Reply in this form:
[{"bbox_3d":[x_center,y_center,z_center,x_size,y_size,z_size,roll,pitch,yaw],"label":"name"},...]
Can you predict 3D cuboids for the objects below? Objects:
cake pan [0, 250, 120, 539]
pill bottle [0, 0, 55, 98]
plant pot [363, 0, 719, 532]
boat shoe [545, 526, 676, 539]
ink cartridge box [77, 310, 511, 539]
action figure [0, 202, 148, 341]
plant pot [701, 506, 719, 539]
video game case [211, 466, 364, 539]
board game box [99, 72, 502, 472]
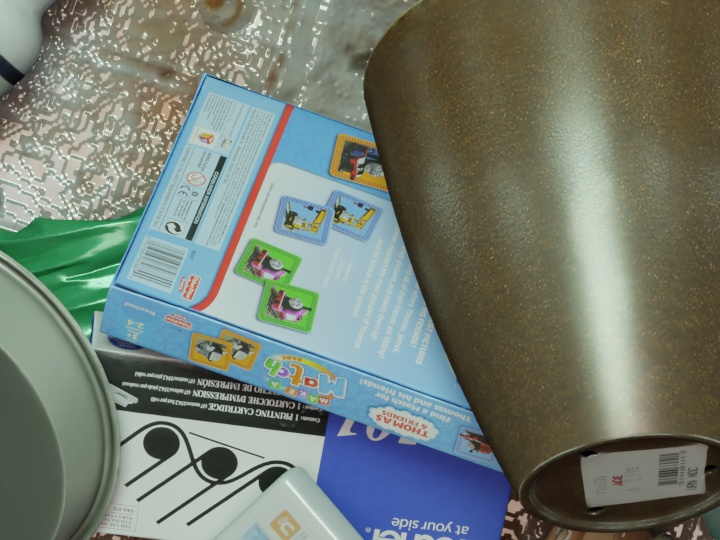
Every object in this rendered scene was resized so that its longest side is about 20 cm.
[{"bbox_3d":[-0.206,0.069,1.243,0.200,0.037,0.201,8,120,13],"label":"cake pan"},{"bbox_3d":[-0.217,-0.107,1.275,0.200,0.116,0.116,-42,90,0],"label":"pill bottle"},{"bbox_3d":[0.102,-0.001,1.165,0.186,0.187,0.201,-6,60,1],"label":"plant pot"},{"bbox_3d":[0.067,0.189,1.295,0.072,0.076,0.200,37,93,8],"label":"boat shoe"},{"bbox_3d":[-0.029,0.080,1.281,0.199,0.044,0.094,7,115,-7],"label":"ink cartridge box"},{"bbox_3d":[-0.132,0.015,1.305,0.199,0.055,0.118,-18,89,-1],"label":"action figure"},{"bbox_3d":[0.221,0.064,1.246,0.134,0.200,0.201,-19,90,28],"label":"plant pot"},{"bbox_3d":[-0.036,0.217,1.275,0.182,0.023,0.200,49,116,5],"label":"video game case"},{"bbox_3d":[0.000,0.000,1.264,0.199,0.151,0.037,19,134,1],"label":"board game box"}]
